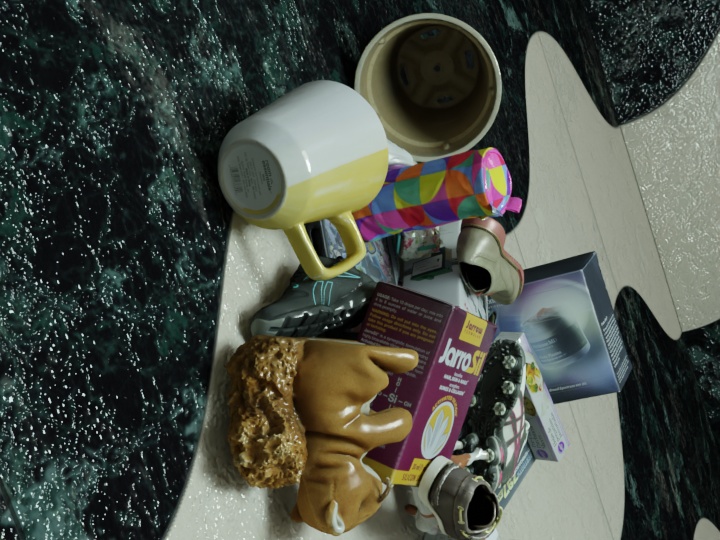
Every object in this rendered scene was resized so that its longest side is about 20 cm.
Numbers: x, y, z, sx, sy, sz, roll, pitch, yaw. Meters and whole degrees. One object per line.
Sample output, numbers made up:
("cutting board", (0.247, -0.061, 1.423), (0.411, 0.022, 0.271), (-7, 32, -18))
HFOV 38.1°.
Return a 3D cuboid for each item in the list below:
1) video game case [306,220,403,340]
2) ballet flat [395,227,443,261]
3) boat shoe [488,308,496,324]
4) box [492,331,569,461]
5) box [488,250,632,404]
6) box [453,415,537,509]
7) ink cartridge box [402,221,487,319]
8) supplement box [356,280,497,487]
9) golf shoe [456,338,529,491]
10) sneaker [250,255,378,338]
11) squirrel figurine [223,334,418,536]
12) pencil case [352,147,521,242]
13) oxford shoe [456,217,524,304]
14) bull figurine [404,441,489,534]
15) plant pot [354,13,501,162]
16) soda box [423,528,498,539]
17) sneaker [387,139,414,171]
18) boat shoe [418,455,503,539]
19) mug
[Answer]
("video game case", (0.000, 0.000, 1.289), (0.200, 0.025, 0.181), (9, 69, -62))
("ballet flat", (0.074, -0.081, 1.397), (0.200, 0.064, 0.076), (-94, -175, -49))
("boat shoe", (0.161, 0.132, 1.498), (0.200, 0.062, 0.075), (-71, 146, -47))
("box", (0.230, 0.173, 1.417), (0.039, 0.041, 0.200), (-46, 123, -37))
("box", (0.291, 0.098, 1.624), (0.123, 0.199, 0.199), (-31, 103, -63))
("box", (0.180, 0.225, 1.430), (0.200, 0.051, 0.158), (-48, 120, -35))
("ink cartridge box", (0.116, 0.038, 1.398), (0.200, 0.084, 0.146), (-85, 156, -48))
("supplement box", (0.054, 0.128, 1.148), (0.131, 0.103, 0.201), (23, 86, -58))
("golf shoe", (0.178, 0.183, 1.339), (0.088, 0.077, 0.201), (2, 103, -50))
("sneaker", (-0.056, 0.033, 1.120), (0.079, 0.075, 0.200), (52, 33, 16))
("squirrel figurine", (-0.050, 0.160, 1.009), (0.199, 0.141, 0.187), (7, 88, -34))
("pencil case", (0.086, -0.087, 1.253), (0.088, 0.199, 0.089), (18, 68, -56))
("oxford shoe", (0.158, 0.004, 1.339), (0.200, 0.070, 0.075), (52, 55, -54))
("bull figurine", (0.085, 0.220, 1.269), (0.121, 0.065, 0.201), (-32, 101, -41))
("plant pot", (0.104, -0.274, 1.488), (0.184, 0.200, 0.201), (-65, 135, -68))
("soda box", (0.111, 0.363, 1.272), (0.068, 0.063, 0.200), (67, 28, -18))
("sneaker", (0.004, -0.167, 1.319), (0.200, 0.075, 0.100), (14, 62, -55))
("boat shoe", (0.125, 0.270, 1.181), (0.072, 0.059, 0.200), (-57, 147, -16))
("mug", (-0.057, -0.100, 1.085), (0.186, 0.150, 0.153), (42, 33, 12))
